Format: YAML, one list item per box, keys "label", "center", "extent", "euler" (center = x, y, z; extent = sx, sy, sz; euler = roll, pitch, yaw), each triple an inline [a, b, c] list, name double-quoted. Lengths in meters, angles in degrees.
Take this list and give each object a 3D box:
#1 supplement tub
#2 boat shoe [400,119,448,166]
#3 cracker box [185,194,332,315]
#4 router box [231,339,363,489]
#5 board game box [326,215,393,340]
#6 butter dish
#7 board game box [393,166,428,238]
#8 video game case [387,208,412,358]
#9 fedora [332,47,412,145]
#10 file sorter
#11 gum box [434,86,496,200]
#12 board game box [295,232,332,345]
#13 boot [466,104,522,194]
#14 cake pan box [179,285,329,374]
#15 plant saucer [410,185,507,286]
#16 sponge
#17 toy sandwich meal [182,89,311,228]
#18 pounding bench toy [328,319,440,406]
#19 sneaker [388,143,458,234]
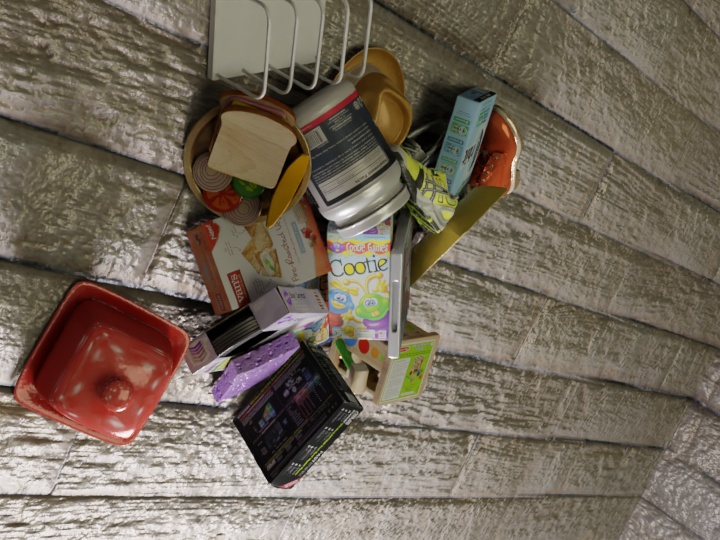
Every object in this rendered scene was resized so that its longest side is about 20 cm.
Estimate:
- label: "supplement tub"
  center: [-0.027, -0.166, 1.595]
  extent: [0.140, 0.140, 0.202]
  euler: [-37, 104, -24]
- label: "boat shoe"
  center: [0.076, -0.195, 1.805]
  extent: [0.200, 0.072, 0.071]
  euler: [-42, 157, -36]
- label: "cracker box"
  center: [-0.150, -0.029, 1.626]
  extent: [0.198, 0.057, 0.136]
  euler: [-22, 93, -37]
- label: "router box"
  center: [-0.107, 0.242, 1.802]
  extent: [0.200, 0.150, 0.062]
  euler: [-48, 143, 12]
- label: "board game box"
  center: [0.000, 0.000, 1.742]
  extent: [0.104, 0.103, 0.202]
  euler: [-83, 174, -57]
- label: "butter dish"
  center: [-0.344, 0.149, 1.480]
  extent: [0.199, 0.148, 0.201]
  euler: [30, 91, -28]
- label: "board game box"
  center: [0.075, -0.096, 1.868]
  extent: [0.202, 0.023, 0.105]
  euler: [-63, 146, -25]
- label: "video game case"
  center: [0.066, 0.017, 1.774]
  extent: [0.201, 0.023, 0.185]
  euler: [-74, 167, -66]
- label: "fedora"
  center: [0.024, -0.247, 1.703]
  extent: [0.199, 0.081, 0.203]
  euler: [-28, 133, -34]
- label: "file sorter"
  center: [-0.093, -0.327, 1.484]
  extent: [0.198, 0.124, 0.141]
  euler: [-20, 129, -40]
- label: "gum box"
  center: [0.173, -0.210, 1.871]
  extent: [0.170, 0.044, 0.203]
  euler: [-41, 149, -68]
- label: "board game box"
  center: [-0.095, 0.045, 1.811]
  extent: [0.134, 0.034, 0.203]
  euler: [-22, 129, -38]
- label: "boot"
  center: [0.240, -0.206, 1.989]
  extent: [0.107, 0.075, 0.202]
  euler: [-32, 137, -23]
- label: "cake pan box"
  center: [-0.158, 0.089, 1.641]
  extent: [0.183, 0.053, 0.200]
  euler: [-34, 169, 11]
- label: "plant saucer"
  center: [0.153, -0.066, 1.919]
  extent: [0.200, 0.048, 0.200]
  euler: [-46, 178, 41]
- label: "sponge"
  center: [-0.170, 0.156, 1.709]
  extent: [0.111, 0.030, 0.200]
  euler: [-26, 171, -24]
- label: "toy sandwich meal"
  center: [-0.156, -0.147, 1.506]
  extent: [0.202, 0.071, 0.208]
  euler: [0, 119, -1]
- label: "pounding bench toy"
  center: [0.009, 0.143, 1.895]
  extent: [0.198, 0.155, 0.126]
  euler: [-5, 119, -48]
- label: "sneaker"
  center: [0.094, -0.145, 1.744]
  extent: [0.077, 0.075, 0.200]
  euler: [-50, 138, -11]
